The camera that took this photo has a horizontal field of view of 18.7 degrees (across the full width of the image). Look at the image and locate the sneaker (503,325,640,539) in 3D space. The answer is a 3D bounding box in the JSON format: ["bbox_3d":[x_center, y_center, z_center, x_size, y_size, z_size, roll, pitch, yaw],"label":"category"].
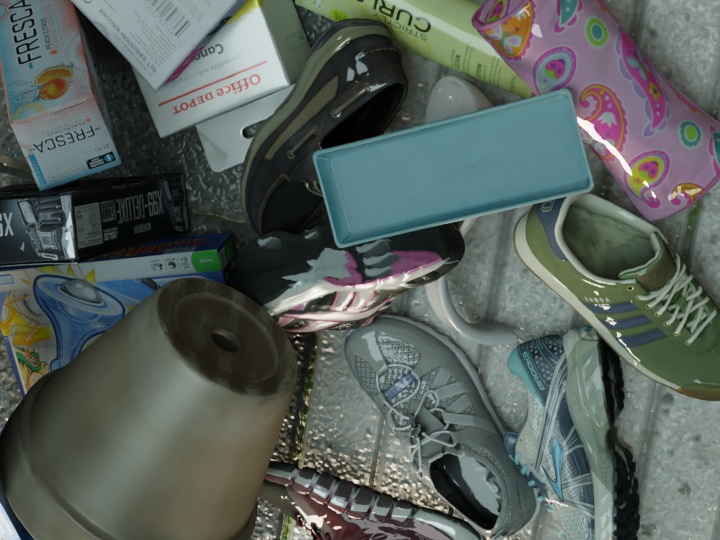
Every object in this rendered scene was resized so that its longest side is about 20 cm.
[{"bbox_3d":[0.153,0.141,1.595,0.086,0.078,0.202,-5,92,22],"label":"sneaker"}]

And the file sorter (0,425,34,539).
[{"bbox_3d":[-0.211,0.224,1.690,0.199,0.139,0.123,26,144,11],"label":"file sorter"}]

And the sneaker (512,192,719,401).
[{"bbox_3d":[0.198,0.014,1.519,0.200,0.090,0.067,38,69,2],"label":"sneaker"}]

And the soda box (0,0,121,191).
[{"bbox_3d":[-0.224,-0.149,1.573,0.063,0.201,0.069,-18,132,0],"label":"soda box"}]

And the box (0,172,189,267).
[{"bbox_3d":[-0.237,-0.037,1.608,0.157,0.200,0.050,-4,96,19],"label":"box"}]

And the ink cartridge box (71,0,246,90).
[{"bbox_3d":[-0.118,-0.237,1.529,0.119,0.042,0.200,47,117,3],"label":"ink cartridge box"}]

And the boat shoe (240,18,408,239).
[{"bbox_3d":[-0.027,-0.087,1.567,0.073,0.074,0.201,59,137,34],"label":"boat shoe"}]

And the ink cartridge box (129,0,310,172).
[{"bbox_3d":[-0.110,-0.176,1.601,0.116,0.067,0.201,-20,97,22],"label":"ink cartridge box"}]

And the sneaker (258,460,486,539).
[{"bbox_3d":[-0.013,0.219,1.646,0.199,0.076,0.116,17,84,14],"label":"sneaker"}]

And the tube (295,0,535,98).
[{"bbox_3d":[0.041,-0.179,1.558,0.199,0.052,0.058,23,109,11],"label":"tube"}]

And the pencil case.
[{"bbox_3d":[0.166,-0.128,1.484,0.087,0.088,0.200,-36,107,23],"label":"pencil case"}]

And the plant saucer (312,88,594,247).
[{"bbox_3d":[0.063,-0.069,1.484,0.199,0.019,0.070,-12,96,29],"label":"plant saucer"}]

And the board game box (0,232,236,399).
[{"bbox_3d":[-0.180,0.047,1.689,0.199,0.034,0.136,-6,112,20],"label":"board game box"}]

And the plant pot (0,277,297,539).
[{"bbox_3d":[-0.134,0.106,1.566,0.200,0.200,0.174,40,120,5],"label":"plant pot"}]

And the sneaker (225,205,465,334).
[{"bbox_3d":[0.000,0.000,1.584,0.199,0.086,0.081,-11,58,39],"label":"sneaker"}]

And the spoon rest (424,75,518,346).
[{"bbox_3d":[0.074,-0.040,1.568,0.060,0.099,0.201,-13,106,-22],"label":"spoon rest"}]

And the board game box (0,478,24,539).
[{"bbox_3d":[-0.291,0.102,1.558,0.036,0.200,0.152,-19,62,-5],"label":"board game box"}]

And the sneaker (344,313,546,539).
[{"bbox_3d":[0.061,0.114,1.609,0.200,0.082,0.075,47,113,5],"label":"sneaker"}]
